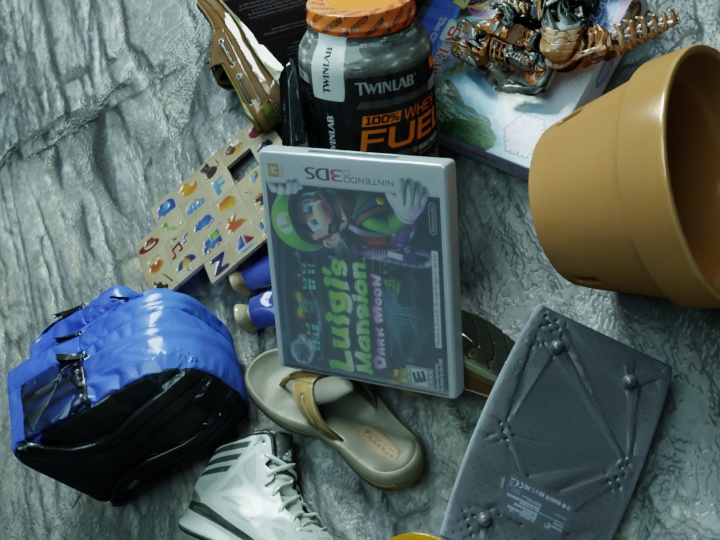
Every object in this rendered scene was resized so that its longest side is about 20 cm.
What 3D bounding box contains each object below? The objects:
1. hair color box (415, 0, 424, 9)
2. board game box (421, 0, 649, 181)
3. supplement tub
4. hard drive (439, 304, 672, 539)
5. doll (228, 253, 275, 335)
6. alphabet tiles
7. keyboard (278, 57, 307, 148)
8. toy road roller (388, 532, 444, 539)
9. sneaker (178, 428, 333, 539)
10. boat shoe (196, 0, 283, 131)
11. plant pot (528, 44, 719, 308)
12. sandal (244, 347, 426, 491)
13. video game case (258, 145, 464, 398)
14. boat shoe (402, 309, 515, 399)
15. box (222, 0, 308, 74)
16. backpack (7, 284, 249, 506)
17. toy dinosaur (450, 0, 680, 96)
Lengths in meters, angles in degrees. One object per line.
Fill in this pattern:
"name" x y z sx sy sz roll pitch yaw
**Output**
"hair color box" -0.028 -0.339 1.181 0.199 0.111 0.064 36 87 32
"board game box" 0.141 -0.203 1.082 0.198 0.041 0.202 25 83 32
"supplement tub" 0.008 -0.148 1.023 0.120 0.203 0.123 -5 30 3
"hard drive" 0.156 0.145 0.909 0.133 0.042 0.202 24 81 4
"doll" -0.033 -0.010 1.091 0.198 0.048 0.138 -20 64 19
"alphabet tiles" -0.149 -0.057 1.168 0.199 0.008 0.168 -39 44 8
"keyboard" -0.062 -0.128 1.059 0.020 0.200 0.129 -3 97 -5
"toy road roller" 0.027 0.305 0.879 0.122 0.146 0.202 18 79 31
"sneaker" -0.070 0.205 1.009 0.198 0.076 0.117 13 79 33
"boat shoe" -0.135 -0.230 1.212 0.068 0.072 0.201 -39 56 3
"plant pot" 0.229 -0.063 0.908 0.139 0.199 0.203 -10 65 42
"sandal" -0.024 0.122 1.018 0.199 0.054 0.080 33 63 31
"video game case" 0.000 0.000 0.954 0.180 0.023 0.203 8 113 30
"boat shoe" 0.060 0.072 1.005 0.198 0.075 0.075 27 119 22
"box" -0.042 -0.248 1.099 0.099 0.200 0.076 -9 64 22
"backpack" -0.217 0.100 1.076 0.198 0.162 0.170 -27 57 16
"toy dinosaur" 0.179 -0.223 1.009 0.197 0.102 0.138 6 88 9
